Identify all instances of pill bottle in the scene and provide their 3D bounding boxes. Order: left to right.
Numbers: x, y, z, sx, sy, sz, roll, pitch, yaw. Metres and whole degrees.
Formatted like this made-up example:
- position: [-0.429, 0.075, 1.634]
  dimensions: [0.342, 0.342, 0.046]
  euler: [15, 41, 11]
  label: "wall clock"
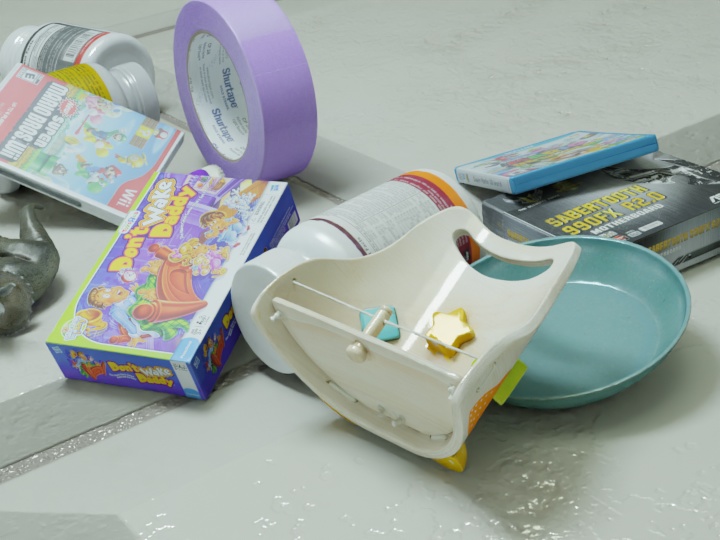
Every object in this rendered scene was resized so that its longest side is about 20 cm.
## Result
- position: [-0.331, -0.168, 1.421]
  dimensions: [0.199, 0.114, 0.112]
  euler: [-24, 31, -31]
  label: "pill bottle"
- position: [-0.362, -0.251, 1.595]
  dimensions: [0.199, 0.117, 0.115]
  euler: [18, 34, 40]
  label: "pill bottle"
- position: [0.000, 0.000, 1.010]
  dimensions: [0.199, 0.111, 0.109]
  euler: [-28, 33, -37]
  label: "pill bottle"

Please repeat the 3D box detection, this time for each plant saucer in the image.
- position: [0.148, 0.043, 0.948]
  dimensions: [0.198, 0.036, 0.201]
  euler: [-11, 32, 7]
  label: "plant saucer"

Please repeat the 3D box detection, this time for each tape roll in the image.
- position: [-0.123, -0.188, 1.315]
  dimensions: [0.065, 0.202, 0.200]
  euler: [-19, 29, -27]
  label: "tape roll"

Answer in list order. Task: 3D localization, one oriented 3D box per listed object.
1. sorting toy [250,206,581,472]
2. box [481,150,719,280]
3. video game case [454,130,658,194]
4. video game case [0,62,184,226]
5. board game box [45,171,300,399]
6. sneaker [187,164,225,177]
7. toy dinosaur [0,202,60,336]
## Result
- position: [0.060, 0.028, 0.881]
  dimensions: [0.199, 0.107, 0.180]
  euler: [21, 58, 42]
  label: "sorting toy"
- position: [0.233, -0.047, 1.123]
  dimensions: [0.198, 0.049, 0.158]
  euler: [-20, 29, -26]
  label: "box"
- position: [0.181, -0.106, 1.209]
  dimensions: [0.142, 0.018, 0.200]
  euler: [-17, 10, -8]
  label: "video game case"
- position: [-0.302, -0.133, 1.316]
  dimensions: [0.198, 0.018, 0.144]
  euler: [23, 49, 2]
  label: "video game case"
- position: [-0.149, 0.006, 1.033]
  dimensions: [0.133, 0.045, 0.201]
  euler: [5, 48, 22]
  label: "board game box"
- position: [-0.163, -0.039, 1.172]
  dimensions: [0.098, 0.070, 0.200]
  euler: [-15, 27, -12]
  label: "sneaker"
- position: [-0.316, 0.005, 1.137]
  dimensions: [0.101, 0.078, 0.200]
  euler: [12, 24, 10]
  label: "toy dinosaur"
